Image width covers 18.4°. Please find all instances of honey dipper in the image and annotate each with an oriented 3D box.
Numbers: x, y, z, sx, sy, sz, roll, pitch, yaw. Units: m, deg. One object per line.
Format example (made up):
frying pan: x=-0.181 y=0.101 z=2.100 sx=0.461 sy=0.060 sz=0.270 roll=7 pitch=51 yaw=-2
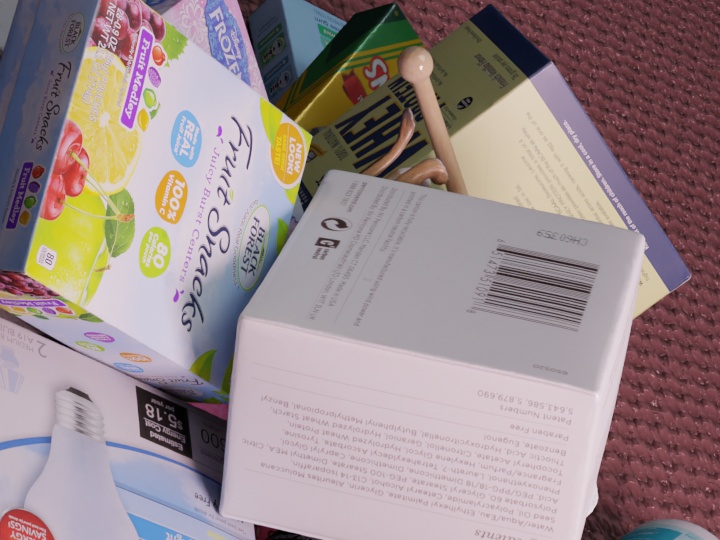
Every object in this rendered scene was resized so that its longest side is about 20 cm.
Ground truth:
honey dipper: x=0.060 y=-0.052 z=1.403 sx=0.038 sy=0.038 sz=0.201 roll=-74 pitch=149 yaw=-54

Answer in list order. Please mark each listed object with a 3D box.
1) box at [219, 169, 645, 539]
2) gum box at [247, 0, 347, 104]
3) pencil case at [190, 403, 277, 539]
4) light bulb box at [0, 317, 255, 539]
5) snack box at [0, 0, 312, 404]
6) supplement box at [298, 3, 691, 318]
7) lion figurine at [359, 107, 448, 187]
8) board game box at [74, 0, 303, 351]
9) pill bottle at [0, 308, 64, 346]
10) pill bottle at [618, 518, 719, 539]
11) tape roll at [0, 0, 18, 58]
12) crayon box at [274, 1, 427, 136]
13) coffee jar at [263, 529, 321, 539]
box: x=0.044 y=0.056 z=1.243 sx=0.199 sy=0.131 sz=0.199 roll=12 pitch=28 yaw=9
gum box: x=0.000 y=-0.108 z=1.752 sx=0.169 sy=0.045 sz=0.201 roll=22 pitch=41 yaw=-39
pencil case: x=-0.082 y=0.096 z=1.401 sx=0.200 sy=0.083 sz=0.087 roll=48 pitch=57 yaw=-8
light bulb box: x=-0.163 y=0.161 z=1.183 sx=0.198 sy=0.125 sz=0.201 roll=27 pitch=38 yaw=-36
snack box: x=-0.120 y=-0.039 z=1.201 sx=0.200 sy=0.067 sz=0.170 roll=36 pitch=62 yaw=-52
supplement box: x=0.078 y=-0.032 z=1.521 sx=0.200 sy=0.199 sz=0.134 roll=52 pitch=2 yaw=-27
lion figurine: x=0.000 y=0.000 z=1.387 sx=0.073 sy=0.122 sz=0.201 roll=-124 pitch=-164 yaw=-53
board game box: x=-0.115 y=-0.048 z=1.306 sx=0.200 sy=0.041 sz=0.201 roll=-46 pitch=127 yaw=-47
pill bottle: x=-0.241 y=-0.030 z=1.287 sx=0.108 sy=0.109 sz=0.201 roll=5 pitch=54 yaw=-51
pill bottle: x=0.192 y=0.255 z=1.577 sx=0.111 sy=0.111 sz=0.200 roll=56 pitch=31 yaw=7
tape roll: x=-0.218 y=-0.160 z=1.377 sx=0.202 sy=0.071 sz=0.202 roll=33 pitch=-8 yaw=5
crayon box: x=-0.006 y=-0.085 z=1.623 sx=0.127 sy=0.051 sz=0.200 roll=54 pitch=53 yaw=-23
coffee jar: x=0.009 y=0.167 z=1.298 sx=0.200 sy=0.104 sz=0.086 roll=-30 pitch=99 yaw=-38
